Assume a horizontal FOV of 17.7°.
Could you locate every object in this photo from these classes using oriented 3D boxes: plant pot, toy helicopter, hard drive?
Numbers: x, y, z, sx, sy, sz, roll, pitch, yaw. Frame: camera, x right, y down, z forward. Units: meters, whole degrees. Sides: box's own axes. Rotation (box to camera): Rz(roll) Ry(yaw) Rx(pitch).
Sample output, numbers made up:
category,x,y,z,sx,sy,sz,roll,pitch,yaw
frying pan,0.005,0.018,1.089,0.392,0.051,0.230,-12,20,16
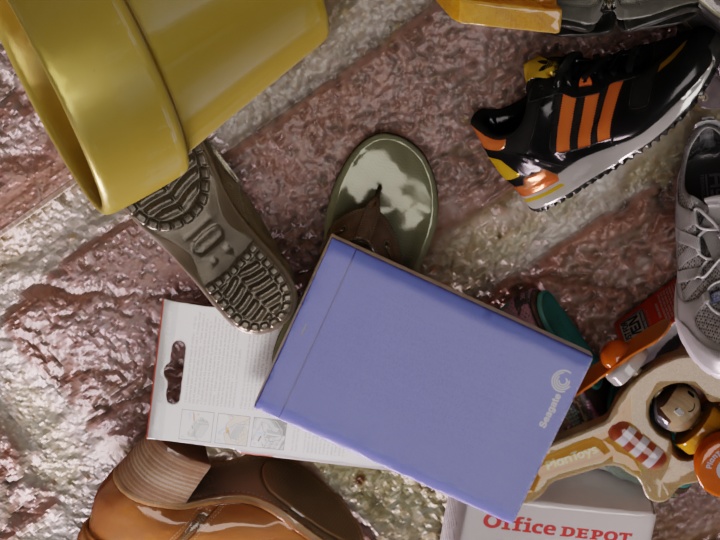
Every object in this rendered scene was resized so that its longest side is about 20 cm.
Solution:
category,x,y,z,sx,sy,sz,roll,pitch,yaw
plant pot,-0.131,-0.167,1.511,0.188,0.201,0.202,-28,114,-9
toy helicopter,0.180,0.109,1.645,0.199,0.079,0.133,-20,110,10
hard drive,0.043,0.076,1.608,0.199,0.025,0.133,24,100,-5

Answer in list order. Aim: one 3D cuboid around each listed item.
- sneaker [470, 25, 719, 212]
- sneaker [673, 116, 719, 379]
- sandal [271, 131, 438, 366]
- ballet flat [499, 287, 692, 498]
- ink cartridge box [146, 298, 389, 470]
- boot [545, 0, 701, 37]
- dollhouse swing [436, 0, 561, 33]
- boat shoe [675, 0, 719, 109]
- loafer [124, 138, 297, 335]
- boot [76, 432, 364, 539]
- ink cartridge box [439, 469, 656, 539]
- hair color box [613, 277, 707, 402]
category,x,y,z,sx,sy,sz,roll,pitch,yaw
sneaker,0.156,-0.119,1.581,0.090,0.070,0.200,44,132,-11
sneaker,0.242,-0.015,1.584,0.074,0.201,0.082,-12,142,7
sandal,0.001,0.001,1.631,0.079,0.057,0.202,21,85,-2
ballet flat,0.164,0.099,1.715,0.071,0.069,0.200,-33,109,31
ink cartridge box,-0.051,0.079,1.686,0.199,0.050,0.110,7,99,-6
boot,0.208,-0.224,1.533,0.199,0.068,0.131,-13,77,10
dollhouse swing,0.032,-0.272,1.490,0.175,0.182,0.201,-2,115,-14
boat shoe,0.254,-0.144,1.600,0.200,0.075,0.073,37,107,-16
loafer,-0.116,-0.042,1.629,0.075,0.068,0.201,-33,93,5
boot,-0.112,0.209,1.742,0.199,0.077,0.156,23,118,-23
ink cartridge box,0.132,0.241,1.760,0.145,0.084,0.201,6,115,-5
hair color box,0.294,0.025,1.684,0.200,0.061,0.102,-39,111,14
